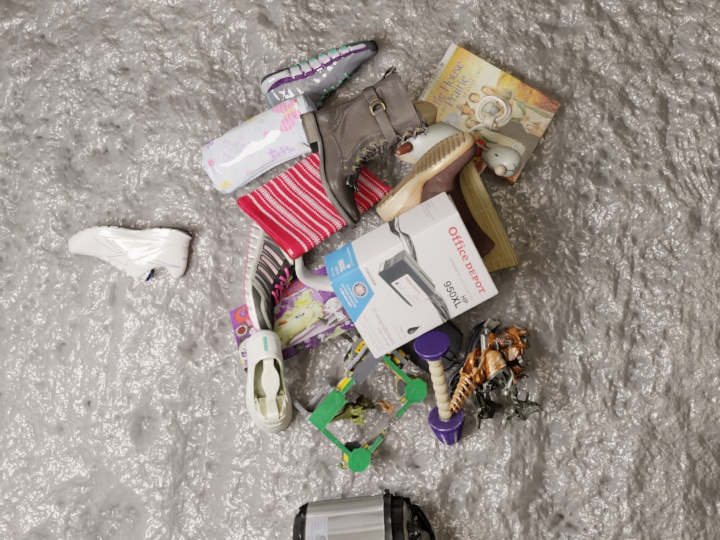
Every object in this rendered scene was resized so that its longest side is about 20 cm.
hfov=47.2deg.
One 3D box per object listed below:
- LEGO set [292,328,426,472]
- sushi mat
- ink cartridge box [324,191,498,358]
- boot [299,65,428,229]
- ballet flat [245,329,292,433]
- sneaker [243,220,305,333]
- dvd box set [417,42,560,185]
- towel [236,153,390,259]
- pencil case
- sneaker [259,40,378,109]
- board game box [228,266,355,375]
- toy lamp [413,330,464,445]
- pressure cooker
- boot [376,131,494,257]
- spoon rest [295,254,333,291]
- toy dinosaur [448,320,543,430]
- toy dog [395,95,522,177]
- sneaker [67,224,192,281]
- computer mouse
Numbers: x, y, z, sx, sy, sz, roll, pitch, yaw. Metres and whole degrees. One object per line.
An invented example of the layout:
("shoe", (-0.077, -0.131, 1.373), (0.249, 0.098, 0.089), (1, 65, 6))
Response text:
("LEGO set", (-0.007, 0.192, 1.250), (0.153, 0.116, 0.201), (36, 84, -18))
("sushi mat", (0.158, -0.080, 1.235), (0.095, 0.012, 0.201), (-18, 111, 32))
("ink cartridge box", (0.070, 0.006, 1.149), (0.199, 0.084, 0.145), (-29, 116, 6))
("boot", (0.018, -0.179, 1.194), (0.173, 0.069, 0.202), (-20, 89, 1))
("ballet flat", (-0.135, 0.181, 1.213), (0.069, 0.070, 0.202), (2, 124, 5))
("sneaker", (-0.128, 0.006, 1.258), (0.086, 0.074, 0.202), (-2, 59, 3))
("dvd box set", (0.193, -0.247, 1.299), (0.199, 0.029, 0.147), (32, 88, 6))
("towel", (-0.072, -0.113, 1.255), (0.199, 0.023, 0.145), (-36, 63, -23))
("pencil case", (-0.147, -0.195, 1.281), (0.199, 0.083, 0.091), (-23, 91, 12))
("sneaker", (-0.057, -0.299, 1.316), (0.198, 0.074, 0.088), (-19, 103, 8))
("board game box", (-0.098, 0.070, 1.263), (0.199, 0.032, 0.120), (-26, 44, 2))
("toy lamp", (0.117, 0.177, 1.198), (0.058, 0.058, 0.201), (-11, 126, 3))
("pressure cooker", (0.012, 0.412, 1.175), (0.198, 0.179, 0.178), (-8, 81, 4))
("boot", (0.139, -0.093, 1.201), (0.166, 0.073, 0.200), (38, 126, -17))
("spoon rest", (0.000, 0.000, 1.237), (0.198, 0.061, 0.100), (1, 47, -7))
("toy dinosaur", (0.189, 0.154, 1.208), (0.199, 0.102, 0.137), (-24, 103, -22))
("toy dog", (0.132, -0.181, 1.234), (0.198, 0.096, 0.133), (4, 128, 30))
("sneaker", (-0.367, -0.028, 1.304), (0.198, 0.075, 0.088), (2, 89, 5))
("computer mouse", (0.101, 0.095, 1.262), (0.199, 0.053, 0.139), (31, 88, 7))
